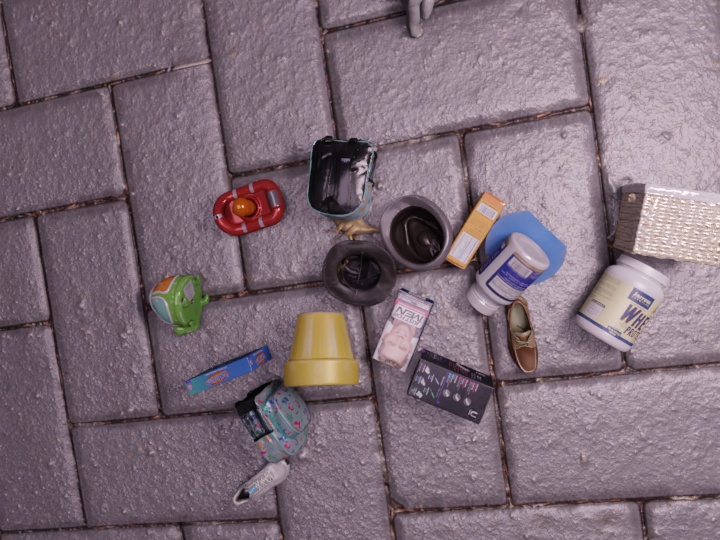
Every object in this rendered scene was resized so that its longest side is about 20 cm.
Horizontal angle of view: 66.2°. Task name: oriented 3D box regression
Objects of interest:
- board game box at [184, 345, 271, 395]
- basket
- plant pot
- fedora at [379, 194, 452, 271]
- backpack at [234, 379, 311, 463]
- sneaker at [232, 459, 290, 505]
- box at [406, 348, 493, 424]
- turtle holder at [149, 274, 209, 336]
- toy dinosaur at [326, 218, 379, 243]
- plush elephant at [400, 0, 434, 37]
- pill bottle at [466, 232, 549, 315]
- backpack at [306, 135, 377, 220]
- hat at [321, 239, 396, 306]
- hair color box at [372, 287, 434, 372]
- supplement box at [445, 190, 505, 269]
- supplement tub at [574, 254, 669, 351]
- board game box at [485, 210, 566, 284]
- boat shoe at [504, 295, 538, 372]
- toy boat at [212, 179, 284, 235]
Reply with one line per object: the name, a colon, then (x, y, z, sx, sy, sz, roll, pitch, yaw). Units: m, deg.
board game box: (-0.365, 0.277, 1.542, 0.199, 0.152, 0.045, -22, 90, 13)
basket: (0.718, -0.111, 1.278, 0.198, 0.198, 0.162, 9, 99, 10)
plant pot: (-0.104, 0.212, 1.475, 0.199, 0.201, 0.190, -3, 77, 11)
fedora: (0.153, -0.093, 1.440, 0.200, 0.090, 0.177, 46, 103, 15)
backpack: (-0.225, 0.412, 1.511, 0.150, 0.177, 0.201, -25, 93, 17)
sneaker: (-0.285, 0.612, 1.582, 0.200, 0.087, 0.075, -41, 84, 10)
box: (0.233, 0.299, 1.437, 0.199, 0.122, 0.107, 21, 97, 10)
turtle holder: (-0.517, 0.094, 1.580, 0.131, 0.186, 0.142, 3, 62, 11)
toy dinosaur: (-0.018, -0.110, 1.494, 0.199, 0.058, 0.102, 18, 96, 10)
plush elephant: (0.164, -0.725, 1.373, 0.154, 0.200, 0.165, -29, 80, -7)
pill bottle: (0.360, 0.014, 1.378, 0.120, 0.120, 0.200, 42, 121, 6)
backpack: (-0.048, -0.229, 1.442, 0.174, 0.153, 0.202, 7, 80, 11)
hat: (0.000, 0.000, 1.481, 0.199, 0.081, 0.202, 2, 106, 7)
hair color box: (0.116, 0.159, 1.484, 0.099, 0.061, 0.201, 22, 98, 10)
supplement box: (0.293, -0.104, 1.428, 0.069, 0.067, 0.201, 34, 100, 4)
supplement tub: (0.630, 0.078, 1.331, 0.144, 0.145, 0.201, 31, 99, 8)
board game box: (0.421, -0.061, 1.414, 0.200, 0.039, 0.158, 43, 121, -2)
boat shoe: (0.410, 0.165, 1.417, 0.075, 0.074, 0.201, -14, 91, 12)
toy boat: (-0.315, -0.172, 1.512, 0.199, 0.131, 0.131, -17, 90, 12)
